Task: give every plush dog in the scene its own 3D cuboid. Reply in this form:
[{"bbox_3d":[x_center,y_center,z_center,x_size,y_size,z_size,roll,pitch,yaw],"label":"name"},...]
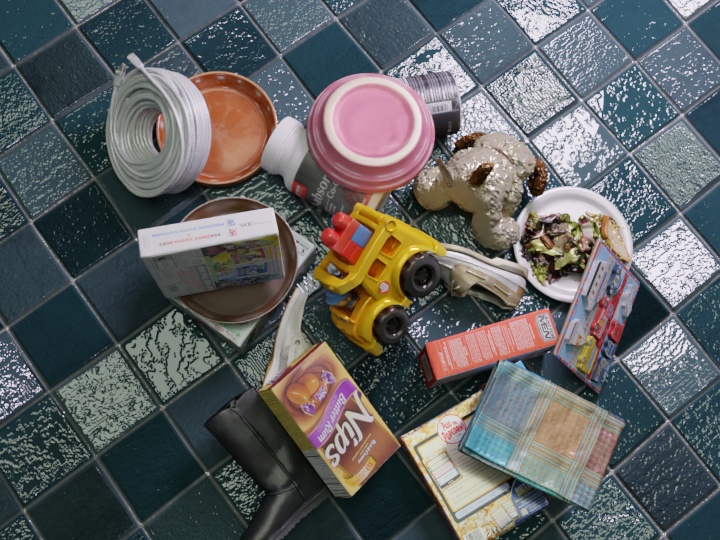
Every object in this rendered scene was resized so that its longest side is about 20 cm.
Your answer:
[{"bbox_3d":[0.208,-0.159,1.452,0.200,0.161,0.172,33,53,12],"label":"plush dog"}]

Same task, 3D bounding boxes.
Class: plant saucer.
[{"bbox_3d":[-0.237,-0.233,1.499,0.200,0.032,0.201,1,75,-2],"label":"plant saucer"},{"bbox_3d":[-0.195,-0.014,1.381,0.200,0.032,0.201,1,75,-3],"label":"plant saucer"},{"bbox_3d":[0.017,-0.219,1.385,0.200,0.051,0.201,2,71,-5],"label":"plant saucer"}]

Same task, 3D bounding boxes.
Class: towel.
[{"bbox_3d":[0.253,0.227,1.254,0.200,0.022,0.147,26,75,3],"label":"towel"}]

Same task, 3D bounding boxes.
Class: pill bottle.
[{"bbox_3d":[-0.051,-0.157,1.446,0.200,0.116,0.116,29,76,5],"label":"pill bottle"},{"bbox_3d":[0.059,-0.262,1.485,0.199,0.106,0.107,-10,76,-5],"label":"pill bottle"}]

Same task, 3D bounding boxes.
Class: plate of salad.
[{"bbox_3d":[0.350,-0.046,1.474,0.199,0.048,0.201,1,76,-3],"label":"plate of salad"}]

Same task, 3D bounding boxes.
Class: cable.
[{"bbox_3d":[-0.322,-0.217,1.425,0.200,0.069,0.200,36,114,27],"label":"cable"}]

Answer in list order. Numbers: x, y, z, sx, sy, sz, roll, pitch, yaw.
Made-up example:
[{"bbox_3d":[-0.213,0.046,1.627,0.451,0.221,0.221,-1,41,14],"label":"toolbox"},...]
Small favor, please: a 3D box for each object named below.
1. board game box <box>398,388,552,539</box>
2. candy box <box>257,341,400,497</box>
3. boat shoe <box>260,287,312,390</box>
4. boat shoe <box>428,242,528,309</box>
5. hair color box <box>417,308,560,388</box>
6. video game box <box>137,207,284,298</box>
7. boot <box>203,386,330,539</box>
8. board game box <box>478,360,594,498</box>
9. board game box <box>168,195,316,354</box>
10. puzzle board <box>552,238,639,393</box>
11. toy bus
[{"bbox_3d":[0.172,0.305,1.373,0.151,0.046,0.200,-28,79,-9],"label":"board game box"},{"bbox_3d":[-0.044,0.221,1.336,0.117,0.056,0.200,-41,100,-31],"label":"candy box"},{"bbox_3d":[-0.103,0.129,1.396,0.069,0.071,0.201,14,84,0],"label":"boat shoe"},{"bbox_3d":[0.166,0.008,1.436,0.199,0.075,0.069,13,74,2],"label":"boat shoe"},{"bbox_3d":[0.196,0.121,1.395,0.199,0.102,0.061,-15,77,-8],"label":"hair color box"},{"bbox_3d":[-0.202,-0.021,1.264,0.182,0.200,0.047,-8,73,-5],"label":"video game box"},{"bbox_3d":[-0.162,0.294,1.321,0.165,0.066,0.200,-39,100,-23],"label":"boot"},{"bbox_3d":[0.258,0.241,1.340,0.040,0.153,0.200,-29,79,-11],"label":"board game box"},{"bbox_3d":[-0.186,0.007,1.424,0.147,0.064,0.200,35,75,7],"label":"board game box"},{"bbox_3d":[0.374,0.074,1.408,0.017,0.151,0.200,9,68,45],"label":"puzzle board"},{"bbox_3d":[0.000,0.000,1.346,0.192,0.136,0.200,31,91,-38],"label":"toy bus"}]
